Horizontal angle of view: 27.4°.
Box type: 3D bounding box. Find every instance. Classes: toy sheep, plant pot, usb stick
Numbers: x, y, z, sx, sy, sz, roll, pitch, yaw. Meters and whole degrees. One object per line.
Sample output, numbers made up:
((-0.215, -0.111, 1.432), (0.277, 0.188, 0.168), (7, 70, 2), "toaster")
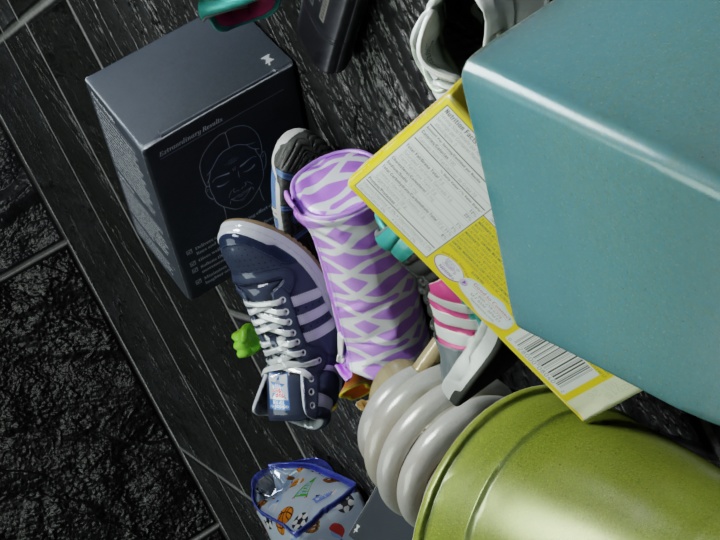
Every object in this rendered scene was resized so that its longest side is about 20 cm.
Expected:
((0.070, 0.132, 1.094), (0.200, 0.137, 0.139), (46, 159, 46), "toy sheep")
((0.165, 0.182, 0.857), (0.192, 0.200, 0.202), (11, 130, 53), "plant pot")
((0.166, -0.024, 0.562), (0.199, 0.141, 0.142), (33, 150, 43), "plant pot")
((-0.014, -0.193, 0.982), (0.056, 0.032, 0.200), (63, 165, 13), "usb stick")

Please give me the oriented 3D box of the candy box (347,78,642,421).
((0.093, -0.007, 0.823), (0.200, 0.026, 0.102), (45, 135, -8), "candy box")

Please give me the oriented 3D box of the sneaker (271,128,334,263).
((-0.048, -0.042, 1.263), (0.077, 0.075, 0.201), (40, 154, 39), "sneaker")

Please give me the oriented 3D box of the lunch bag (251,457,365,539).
((-0.049, 0.332, 1.839), (0.199, 0.123, 0.171), (7, 127, 60), "lunch bag")

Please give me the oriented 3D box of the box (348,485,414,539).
((0.099, 0.246, 1.210), (0.140, 0.079, 0.200), (30, 177, -29), "box")

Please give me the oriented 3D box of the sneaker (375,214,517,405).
((0.060, 0.002, 0.968), (0.121, 0.083, 0.201), (49, 153, 19), "sneaker")

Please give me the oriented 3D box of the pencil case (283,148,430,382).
((0.000, 0.000, 1.177), (0.084, 0.085, 0.201), (-120, 12, -49), "pencil case")

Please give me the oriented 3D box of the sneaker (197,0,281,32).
((-0.104, -0.241, 1.092), (0.200, 0.083, 0.122), (34, 140, 54), "sneaker")

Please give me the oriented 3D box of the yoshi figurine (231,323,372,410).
((-0.066, 0.035, 1.391), (0.202, 0.111, 0.112), (67, 157, 16), "yoshi figurine")

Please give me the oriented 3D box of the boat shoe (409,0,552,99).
((0.057, -0.131, 0.812), (0.074, 0.066, 0.200), (57, 164, 10), "boat shoe")

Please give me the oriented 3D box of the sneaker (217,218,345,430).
((-0.067, 0.053, 1.223), (0.070, 0.109, 0.200), (0, 143, 34), "sneaker")

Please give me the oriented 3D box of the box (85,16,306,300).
((-0.130, -0.101, 1.280), (0.107, 0.148, 0.201), (47, 159, 34), "box")
